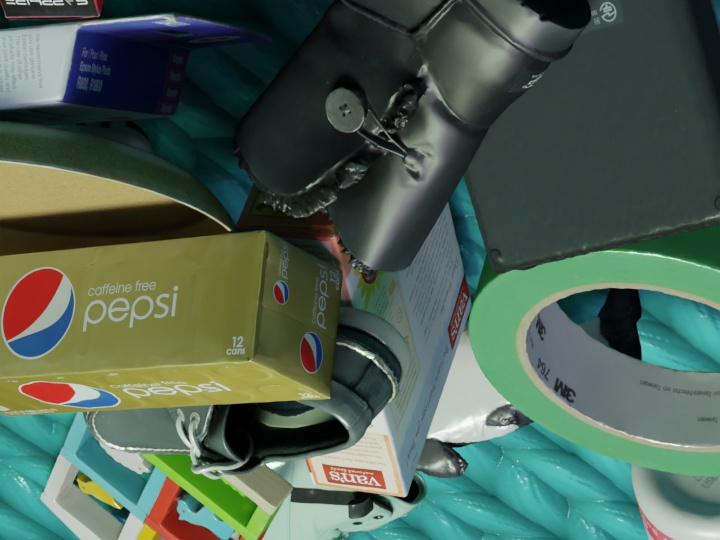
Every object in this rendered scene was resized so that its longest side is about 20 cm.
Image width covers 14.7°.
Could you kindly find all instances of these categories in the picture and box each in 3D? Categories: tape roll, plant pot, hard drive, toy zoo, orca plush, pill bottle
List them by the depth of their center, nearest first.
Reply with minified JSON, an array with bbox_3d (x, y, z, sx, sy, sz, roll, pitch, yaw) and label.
[{"bbox_3d":[0.092,-0.108,1.252,0.139,0.033,0.201,-13,96,36],"label":"hard drive"},{"bbox_3d":[-0.152,-0.032,1.301,0.198,0.028,0.200,5,165,1],"label":"plant pot"},{"bbox_3d":[0.155,0.031,1.396,0.199,0.048,0.201,13,147,8],"label":"tape roll"},{"bbox_3d":[0.069,0.047,1.557,0.199,0.071,0.106,-29,86,22],"label":"orca plush"},{"bbox_3d":[0.225,0.164,1.620,0.108,0.109,0.201,-6,139,14],"label":"pill bottle"},{"bbox_3d":[-0.121,0.138,1.644,0.131,0.020,0.200,38,145,7],"label":"toy zoo"}]

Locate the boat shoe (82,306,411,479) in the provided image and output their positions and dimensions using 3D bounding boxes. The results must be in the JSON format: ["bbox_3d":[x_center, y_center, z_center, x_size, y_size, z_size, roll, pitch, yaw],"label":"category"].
[{"bbox_3d":[-0.067,0.066,1.368,0.199,0.062,0.073,-12,131,36],"label":"boat shoe"}]

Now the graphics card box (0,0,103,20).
[{"bbox_3d":[-0.140,-0.219,1.185,0.050,0.126,0.201,1,140,14],"label":"graphics card box"}]

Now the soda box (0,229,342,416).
[{"bbox_3d":[-0.109,0.027,1.326,0.199,0.065,0.068,-6,160,33],"label":"soda box"}]

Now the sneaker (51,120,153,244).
[{"bbox_3d":[-0.140,0.018,1.476,0.074,0.116,0.201,2,144,10],"label":"sneaker"}]

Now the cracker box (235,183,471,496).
[{"bbox_3d":[0.000,0.000,1.416,0.057,0.134,0.201,5,139,19],"label":"cracker box"}]

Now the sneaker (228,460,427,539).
[{"bbox_3d":[-0.011,0.162,1.669,0.117,0.074,0.201,-2,138,21],"label":"sneaker"}]

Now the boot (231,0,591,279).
[{"bbox_3d":[-0.014,-0.114,1.253,0.200,0.076,0.168,45,120,7],"label":"boot"}]

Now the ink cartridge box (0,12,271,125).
[{"bbox_3d":[-0.157,-0.089,1.322,0.198,0.044,0.196,-3,-179,12],"label":"ink cartridge box"}]
